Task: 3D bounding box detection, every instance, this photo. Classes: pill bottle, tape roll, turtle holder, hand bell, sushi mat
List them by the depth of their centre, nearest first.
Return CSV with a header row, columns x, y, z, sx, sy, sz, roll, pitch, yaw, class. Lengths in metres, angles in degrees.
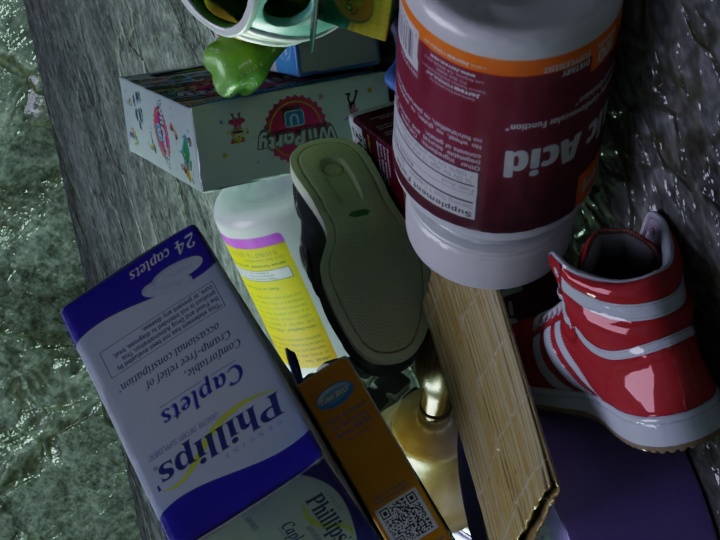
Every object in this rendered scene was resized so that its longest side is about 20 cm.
x,y,z,sx,sy,sz,roll,pitch,yaw,class
0.074,-0.089,1.082,0.201,0.113,0.115,91,157,-51,pill bottle
0.071,0.064,1.150,0.096,0.012,0.201,109,154,-48,sushi mat
0.132,0.159,1.201,0.200,0.084,0.202,164,90,-75,tape roll
-0.062,-0.206,1.310,0.141,0.132,0.185,53,143,-7,turtle holder
0.047,0.085,1.322,0.201,0.103,0.105,89,159,-60,hand bell
-0.031,0.014,1.586,0.201,0.104,0.104,66,170,-26,pill bottle

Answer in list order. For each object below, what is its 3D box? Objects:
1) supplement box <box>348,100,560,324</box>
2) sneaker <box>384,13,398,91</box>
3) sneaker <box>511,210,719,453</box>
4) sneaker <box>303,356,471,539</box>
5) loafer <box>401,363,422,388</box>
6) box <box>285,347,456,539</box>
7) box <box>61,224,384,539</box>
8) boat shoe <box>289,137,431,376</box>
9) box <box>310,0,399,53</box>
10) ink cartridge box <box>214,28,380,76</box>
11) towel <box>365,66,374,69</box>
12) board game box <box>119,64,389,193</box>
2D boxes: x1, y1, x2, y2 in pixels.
x,y,z,sx,sy,sz,roll,pitch,yaw,class
0.059,-0.033,1.312,0.200,0.060,0.110,-138,34,-62,supplement box
0.026,-0.197,1.206,0.077,0.084,0.202,164,91,-76,sneaker
0.123,0.021,1.107,0.200,0.071,0.114,19,128,64,sneaker
0.030,0.143,1.457,0.200,0.080,0.084,40,147,21,sneaker
0.028,0.053,1.507,0.070,0.069,0.202,131,122,-73,loafer
0.017,0.130,1.261,0.201,0.041,0.119,62,179,5,box
-0.076,0.111,1.264,0.201,0.104,0.184,58,178,37,box
0.000,0.000,1.302,0.201,0.071,0.068,-110,19,-47,boat shoe
0.019,-0.213,1.061,0.118,0.048,0.201,97,-166,-59,box
-0.062,-0.209,1.492,0.200,0.067,0.117,-159,61,-64,ink cartridge box
-0.026,-0.134,1.589,0.201,0.030,0.150,101,148,-61,towel
-0.078,-0.112,1.483,0.200,0.146,0.065,-151,52,-66,board game box
